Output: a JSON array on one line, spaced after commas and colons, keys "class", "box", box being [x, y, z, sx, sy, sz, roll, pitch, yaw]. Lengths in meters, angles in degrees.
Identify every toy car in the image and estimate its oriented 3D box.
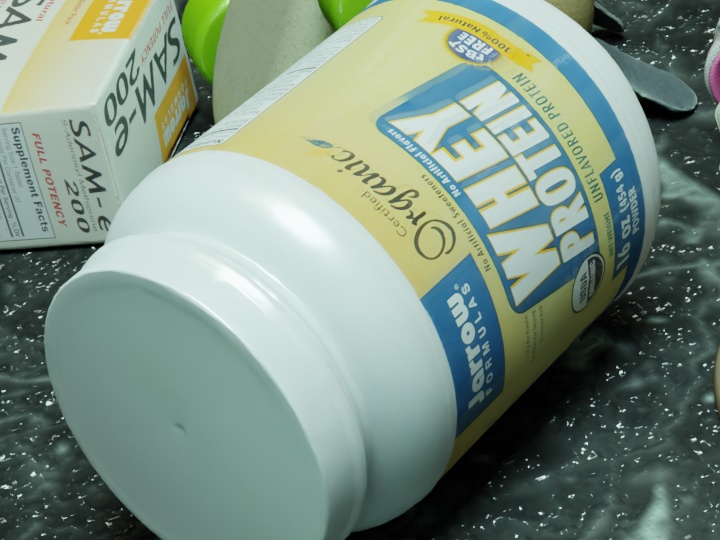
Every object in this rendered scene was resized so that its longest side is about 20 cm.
[{"class": "toy car", "box": [0.043, -0.103, 0.992, 0.198, 0.159, 0.165, 7, 27, -24]}]

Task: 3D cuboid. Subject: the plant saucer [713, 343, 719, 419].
[{"class": "plant saucer", "box": [0.221, 0.022, 0.783, 0.198, 0.030, 0.201, -11, 31, 6]}]

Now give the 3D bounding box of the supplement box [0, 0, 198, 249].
[{"class": "supplement box", "box": [-0.188, -0.070, 1.042, 0.198, 0.074, 0.126, -4, 33, 14]}]

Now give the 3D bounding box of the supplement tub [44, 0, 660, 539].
[{"class": "supplement tub", "box": [0.000, 0.000, 0.789, 0.144, 0.146, 0.200, 13, 40, 36]}]

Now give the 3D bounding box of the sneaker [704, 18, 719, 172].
[{"class": "sneaker", "box": [0.189, -0.100, 0.939, 0.087, 0.082, 0.201, -2, 32, 16]}]
